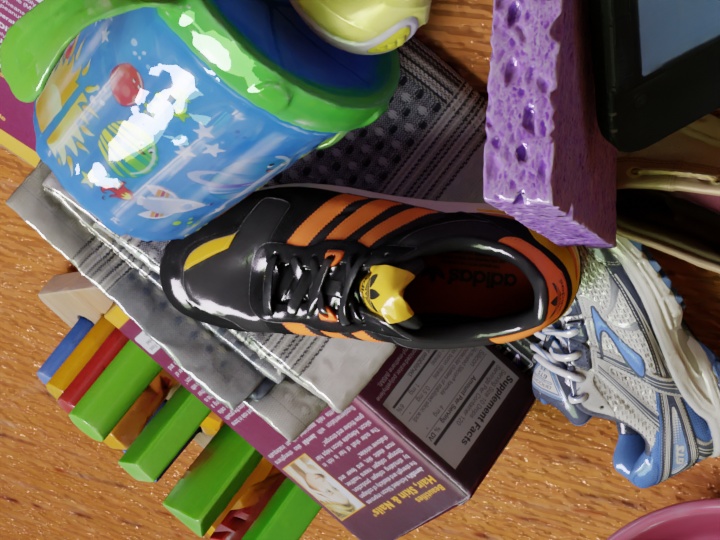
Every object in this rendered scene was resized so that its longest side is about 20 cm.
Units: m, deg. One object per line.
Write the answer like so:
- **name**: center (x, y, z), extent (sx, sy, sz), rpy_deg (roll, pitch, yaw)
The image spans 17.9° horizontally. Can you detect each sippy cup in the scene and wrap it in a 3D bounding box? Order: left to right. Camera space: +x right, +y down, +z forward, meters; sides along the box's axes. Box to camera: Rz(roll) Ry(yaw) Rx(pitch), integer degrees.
- **sippy cup**: center (-0.074, -0.085, 1.017), extent (0.178, 0.140, 0.130), rpy_deg (34, 121, -23)

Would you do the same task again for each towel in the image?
- **towel**: center (-0.041, -0.042, 1.114), extent (0.193, 0.200, 0.035), rpy_deg (40, 180, -6)

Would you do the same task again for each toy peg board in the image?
- **toy peg board**: center (-0.114, 0.099, 1.389), extent (0.200, 0.098, 0.199), rpy_deg (45, 159, -18)

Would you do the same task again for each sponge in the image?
- **sponge**: center (0.083, -0.072, 0.940), extent (0.030, 0.112, 0.200), rpy_deg (2, 176, 14)

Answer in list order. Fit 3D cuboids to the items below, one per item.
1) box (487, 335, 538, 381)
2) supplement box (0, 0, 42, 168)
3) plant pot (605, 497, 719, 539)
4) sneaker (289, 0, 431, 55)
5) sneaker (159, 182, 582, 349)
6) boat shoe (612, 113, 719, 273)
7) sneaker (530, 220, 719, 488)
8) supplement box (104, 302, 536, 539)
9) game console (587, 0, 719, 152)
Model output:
- **box**: center (-0.002, 0.012, 1.268), extent (0.193, 0.048, 0.200), rpy_deg (38, 147, -5)
- **supplement box**: center (-0.146, -0.164, 1.102), extent (0.103, 0.131, 0.200), rpy_deg (33, 147, 5)
- **plant pot**: center (0.204, 0.247, 1.260), extent (0.200, 0.200, 0.179), rpy_deg (24, 160, 18)
- **sneaker**: center (-0.018, -0.195, 0.974), extent (0.200, 0.076, 0.105), rpy_deg (56, 137, 13)
- **sneaker**: center (0.000, 0.000, 1.046), extent (0.200, 0.090, 0.070), rpy_deg (1, 99, 7)
- **boat shoe**: center (0.195, -0.013, 1.035), extent (0.200, 0.066, 0.074), rpy_deg (21, 145, 22)
- **sneaker**: center (0.117, 0.032, 1.123), extent (0.200, 0.085, 0.077), rpy_deg (54, 180, -23)
- **supplement box**: center (-0.020, 0.043, 1.205), extent (0.200, 0.086, 0.110), rpy_deg (42, 145, -6)
- **game console**: center (0.186, -0.125, 0.864), extent (0.116, 0.176, 0.200), rpy_deg (48, 159, 39)
